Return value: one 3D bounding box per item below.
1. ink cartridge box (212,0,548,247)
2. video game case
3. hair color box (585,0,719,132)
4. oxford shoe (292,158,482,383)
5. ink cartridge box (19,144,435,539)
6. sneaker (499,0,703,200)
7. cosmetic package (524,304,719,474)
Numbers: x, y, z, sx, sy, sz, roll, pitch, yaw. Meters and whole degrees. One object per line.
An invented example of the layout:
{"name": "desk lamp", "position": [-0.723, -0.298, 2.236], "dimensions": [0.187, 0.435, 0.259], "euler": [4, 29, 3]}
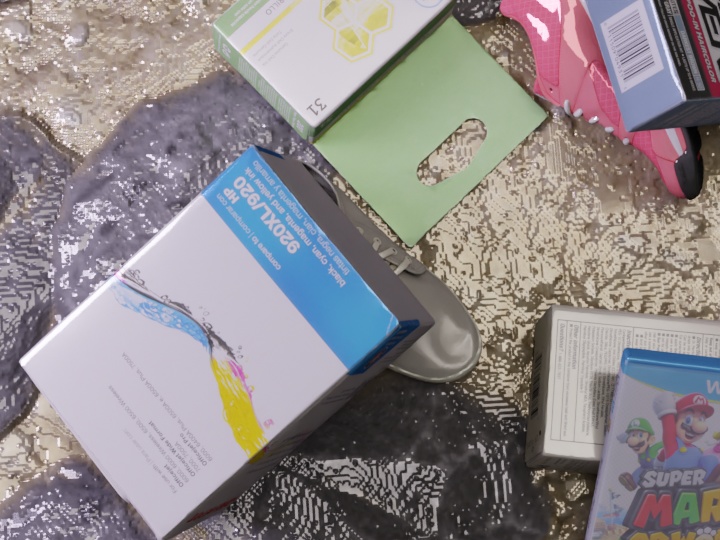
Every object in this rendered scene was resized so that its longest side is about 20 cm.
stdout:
{"name": "ink cartridge box", "position": [0.016, -0.138, 1.409], "dimensions": [0.145, 0.048, 0.200], "euler": [-43, 82, -13]}
{"name": "video game case", "position": [0.221, 0.150, 1.321], "dimensions": [0.142, 0.018, 0.202], "euler": [7, 113, -3]}
{"name": "hair color box", "position": [0.250, -0.155, 1.380], "dimensions": [0.199, 0.060, 0.100], "euler": [-8, 77, -40]}
{"name": "oxford shoe", "position": [0.000, 0.000, 1.372], "dimensions": [0.200, 0.058, 0.075], "euler": [43, 75, 3]}
{"name": "ink cartridge box", "position": [-0.080, 0.045, 1.281], "dimensions": [0.200, 0.147, 0.145], "euler": [-42, 83, 7]}
{"name": "sneaker", "position": [0.167, -0.129, 1.421], "dimensions": [0.086, 0.074, 0.201], "euler": [-30, 87, 17]}
{"name": "cosmetic package", "position": [0.214, 0.087, 1.365], "dimensions": [0.198, 0.071, 0.106], "euler": [7, 78, -4]}
